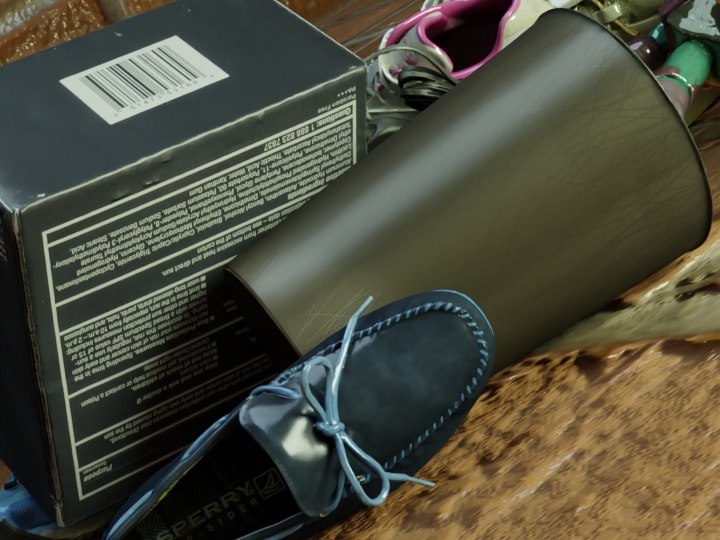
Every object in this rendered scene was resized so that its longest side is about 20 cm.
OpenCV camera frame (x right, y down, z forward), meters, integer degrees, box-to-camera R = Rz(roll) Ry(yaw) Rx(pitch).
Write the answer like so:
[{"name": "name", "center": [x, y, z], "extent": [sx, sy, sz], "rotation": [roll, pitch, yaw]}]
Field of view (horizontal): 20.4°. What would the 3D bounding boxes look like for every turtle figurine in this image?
[{"name": "turtle figurine", "center": [0.193, -0.111, 1.080], "extent": [0.149, 0.101, 0.200], "rotation": [-8, 27, 17]}]

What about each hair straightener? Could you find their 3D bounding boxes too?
[{"name": "hair straightener", "center": [0.061, -0.080, 1.066], "extent": [0.077, 0.199, 0.041], "rotation": [-66, 24, 14]}]

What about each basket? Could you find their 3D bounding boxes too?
[{"name": "basket", "center": [0.046, -0.011, 0.958], "extent": [0.200, 0.136, 0.180], "rotation": [-35, -7, -11]}]

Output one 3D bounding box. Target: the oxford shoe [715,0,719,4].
[{"name": "oxford shoe", "center": [0.262, -0.144, 1.017], "extent": [0.199, 0.072, 0.073], "rotation": [21, 25, 16]}]

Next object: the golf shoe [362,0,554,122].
[{"name": "golf shoe", "center": [0.022, -0.104, 1.105], "extent": [0.199, 0.076, 0.092], "rotation": [-24, -29, 16]}]

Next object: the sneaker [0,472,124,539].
[{"name": "sneaker", "center": [-0.173, 0.096, 1.102], "extent": [0.078, 0.090, 0.200], "rotation": [-25, 14, 19]}]

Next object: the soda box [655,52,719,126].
[{"name": "soda box", "center": [0.176, -0.116, 1.279], "extent": [0.068, 0.064, 0.200], "rotation": [-18, 16, 39]}]

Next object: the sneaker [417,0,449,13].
[{"name": "sneaker", "center": [0.082, -0.106, 1.301], "extent": [0.088, 0.201, 0.077], "rotation": [-2, -23, 19]}]

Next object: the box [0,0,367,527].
[{"name": "box", "center": [-0.106, -0.012, 1.013], "extent": [0.200, 0.199, 0.123], "rotation": [-25, 43, -28]}]

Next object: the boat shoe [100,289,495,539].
[{"name": "boat shoe", "center": [-0.024, 0.084, 0.855], "extent": [0.200, 0.084, 0.069], "rotation": [-42, -6, 7]}]

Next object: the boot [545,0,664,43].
[{"name": "boot", "center": [0.134, -0.149, 1.196], "extent": [0.154, 0.072, 0.200], "rotation": [-16, 16, 36]}]
